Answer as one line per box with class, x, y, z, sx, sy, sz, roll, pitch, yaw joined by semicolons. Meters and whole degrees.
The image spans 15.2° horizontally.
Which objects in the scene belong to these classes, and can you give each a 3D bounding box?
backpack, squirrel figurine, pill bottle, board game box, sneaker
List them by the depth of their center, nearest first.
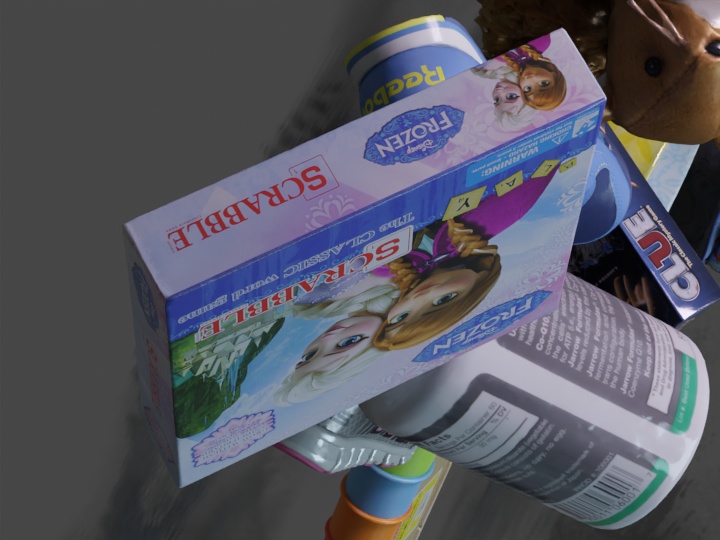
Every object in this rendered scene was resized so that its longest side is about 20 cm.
board game box;0.000;0.000;1.144;0.200;0.041;0.200;-25;158;-13
sneaker;0.065;-0.045;1.278;0.074;0.082;0.200;-32;144;25
pill bottle;0.067;0.044;1.351;0.113;0.200;0.113;-42;-147;36
squirrel figurine;0.148;-0.146;1.375;0.200;0.141;0.187;152;-59;-61
sneaker;0.006;0.054;1.462;0.088;0.074;0.200;-58;165;12
board game box;0.105;0.004;1.496;0.035;0.136;0.200;-28;169;-32
backpack;0.306;-0.123;2.248;0.200;0.134;0.183;-58;169;-34

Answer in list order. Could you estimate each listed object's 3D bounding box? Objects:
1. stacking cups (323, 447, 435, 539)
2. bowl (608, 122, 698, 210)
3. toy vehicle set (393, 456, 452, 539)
stacking cups;0.014;0.129;1.758;0.061;0.060;0.200;-47;167;-52
bowl;0.130;-0.053;1.682;0.200;0.107;0.200;-57;168;-20
toy vehicle set;0.026;0.178;1.974;0.200;0.026;0.124;-67;168;23
